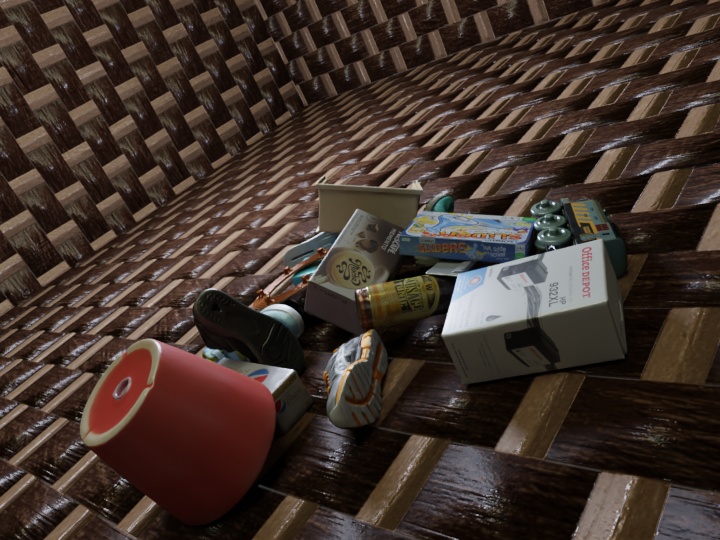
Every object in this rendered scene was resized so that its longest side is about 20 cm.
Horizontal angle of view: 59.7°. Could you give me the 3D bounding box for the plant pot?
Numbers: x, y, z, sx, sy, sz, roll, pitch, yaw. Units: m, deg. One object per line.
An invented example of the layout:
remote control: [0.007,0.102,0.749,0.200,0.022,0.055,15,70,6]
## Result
plant pot: [-0.236,0.192,0.797,0.199,0.177,0.202,-29,38,25]

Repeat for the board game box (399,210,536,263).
board game box: [0.175,-0.055,1.011,0.197,0.035,0.135,5,23,19]

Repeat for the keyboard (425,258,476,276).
keyboard: [0.158,-0.017,0.999,0.056,0.011,0.200,-2,13,23]

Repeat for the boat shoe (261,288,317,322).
boat shoe: [-0.097,0.061,1.135,0.198,0.071,0.070,-27,14,23]

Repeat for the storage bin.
storage bin: [0.017,-0.131,1.248,0.197,0.095,0.199,3,14,1]

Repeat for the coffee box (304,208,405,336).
coffee box: [0.000,0.000,1.058,0.112,0.080,0.201,24,47,9]

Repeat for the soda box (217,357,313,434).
soda box: [-0.165,0.185,0.952,0.199,0.064,0.068,0,34,47]

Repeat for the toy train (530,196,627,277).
toy train: [0.310,-0.048,0.906,0.112,0.086,0.201,-7,25,13]

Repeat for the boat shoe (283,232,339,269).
boat shoe: [-0.071,-0.056,1.346,0.197,0.073,0.071,-16,7,5]

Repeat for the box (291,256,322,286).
box: [-0.033,-0.008,1.232,0.198,0.050,0.083,-16,25,27]

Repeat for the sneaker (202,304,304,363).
sneaker: [-0.191,0.133,1.078,0.199,0.080,0.131,-21,19,39]

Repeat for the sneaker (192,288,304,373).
sneaker: [-0.184,0.107,1.012,0.077,0.198,0.114,-63,13,-23]

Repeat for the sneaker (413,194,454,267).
sneaker: [0.151,-0.069,1.155,0.079,0.078,0.201,2,38,19]

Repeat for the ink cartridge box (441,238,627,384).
ink cartridge box: [0.216,0.051,0.784,0.198,0.084,0.146,-15,25,27]

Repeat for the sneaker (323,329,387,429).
sneaker: [-0.015,0.152,0.849,0.076,0.079,0.200,-19,14,18]

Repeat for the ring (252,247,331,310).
ring: [-0.120,0.009,1.172,0.199,0.019,0.201,-30,15,9]

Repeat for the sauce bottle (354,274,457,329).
sauce bottle: [0.092,0.039,0.930,0.197,0.067,0.066,-13,22,-6]
